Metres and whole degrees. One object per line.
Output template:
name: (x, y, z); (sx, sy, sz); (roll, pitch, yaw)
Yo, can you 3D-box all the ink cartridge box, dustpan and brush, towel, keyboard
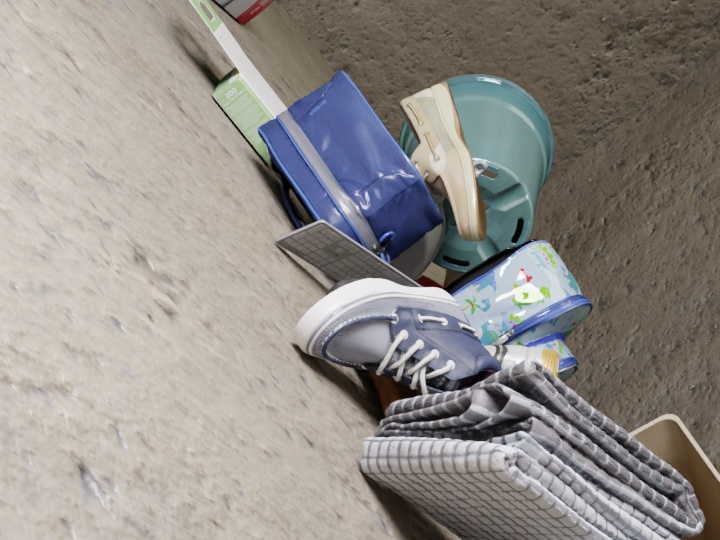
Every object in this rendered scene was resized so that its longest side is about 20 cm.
ink cartridge box: (-0.229, -0.502, 1.924); (0.148, 0.083, 0.200); (56, 8, 11)
dustpan and brush: (0.061, -0.065, 1.328); (0.140, 0.199, 0.057); (50, 41, -12)
towel: (0.119, 0.147, 0.835); (0.199, 0.086, 0.165); (37, -27, -24)
keyboard: (0.000, 0.000, 1.143); (0.199, 0.056, 0.011); (32, 51, -48)
ink cartridge box: (-0.145, -0.223, 1.354); (0.201, 0.048, 0.146); (51, 8, -14)

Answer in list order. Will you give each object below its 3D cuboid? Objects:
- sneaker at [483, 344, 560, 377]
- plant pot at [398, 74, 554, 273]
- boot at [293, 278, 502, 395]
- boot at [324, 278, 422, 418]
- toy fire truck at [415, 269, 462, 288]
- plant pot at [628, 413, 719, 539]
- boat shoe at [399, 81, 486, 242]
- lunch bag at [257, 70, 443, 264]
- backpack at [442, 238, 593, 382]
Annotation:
sneaker: (0.135, 0.148, 1.150); (0.076, 0.086, 0.202); (-72, 169, -55)
plant pot: (0.136, -0.107, 1.433); (0.201, 0.199, 0.197); (50, 23, -19)
boot: (0.038, 0.062, 0.947); (0.199, 0.073, 0.091); (-3, 45, -51)
boot: (0.062, 0.114, 1.056); (0.188, 0.068, 0.201); (45, 12, -47)
toy fire truck: (0.112, 0.011, 1.504); (0.201, 0.140, 0.049); (55, 8, 9)
plant pot: (0.263, 0.292, 1.078); (0.178, 0.198, 0.201); (60, 3, -35)
boat shoe: (0.086, -0.109, 1.249); (0.072, 0.064, 0.202); (65, 10, -57)
lunch bag: (-0.014, -0.086, 1.238); (0.201, 0.132, 0.136); (56, 1, 31)
backpack: (0.151, 0.074, 1.260); (0.148, 0.199, 0.183); (55, 8, 15)
